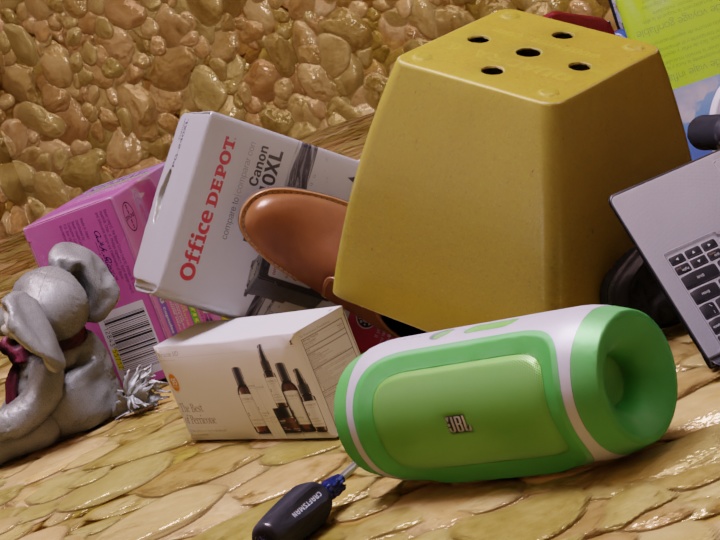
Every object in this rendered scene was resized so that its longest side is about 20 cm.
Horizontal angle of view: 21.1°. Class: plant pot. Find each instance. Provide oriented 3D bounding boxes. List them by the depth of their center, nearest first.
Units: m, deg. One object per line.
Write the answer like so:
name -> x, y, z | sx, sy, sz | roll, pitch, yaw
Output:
plant pot -> 0.115, -0.069, 1.340 | 0.199, 0.178, 0.200 | 20, 33, 35

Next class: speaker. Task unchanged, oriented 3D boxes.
speaker -> 0.078, 0.072, 1.097 | 0.199, 0.089, 0.088 | -12, 12, 44

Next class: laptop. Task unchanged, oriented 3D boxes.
laptop -> 0.281, -0.024, 1.137 | 0.186, 0.201, 0.116 | -22, -24, -14

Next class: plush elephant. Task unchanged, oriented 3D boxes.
plush elephant -> -0.279, 0.068, 1.693 | 0.199, 0.156, 0.165 | -17, 10, 23

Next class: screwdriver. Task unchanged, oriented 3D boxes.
screwdriver -> -0.002, 0.122, 1.178 | 0.029, 0.028, 0.200 | 21, 31, 28

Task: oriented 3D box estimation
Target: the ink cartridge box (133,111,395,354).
ink cartridge box -> -0.059, -0.025, 1.499 | 0.199, 0.146, 0.083 | 17, -2, -19

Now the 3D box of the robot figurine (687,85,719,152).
robot figurine -> 0.341, -0.110, 1.449 | 0.125, 0.150, 0.200 | -57, 14, -3

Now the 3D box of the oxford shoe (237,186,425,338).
oxford shoe -> 0.000, 0.000, 1.429 | 0.072, 0.199, 0.071 | -60, 7, 13

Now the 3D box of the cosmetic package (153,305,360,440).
cosmetic package -> -0.072, 0.078, 1.412 | 0.050, 0.083, 0.199 | -26, 10, -34

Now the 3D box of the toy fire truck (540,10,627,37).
toy fire truck -> 0.202, -0.132, 1.675 | 0.112, 0.201, 0.168 | -17, 13, 48

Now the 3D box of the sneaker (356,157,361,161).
sneaker -> -0.020, -0.023, 1.762 | 0.092, 0.076, 0.200 | -43, -17, -22

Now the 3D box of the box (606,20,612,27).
box -> 0.160, -0.122, 1.812 | 0.199, 0.165, 0.086 | -14, 10, 32

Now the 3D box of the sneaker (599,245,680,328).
sneaker -> 0.259, -0.009, 1.247 | 0.199, 0.060, 0.104 | -18, 5, -14

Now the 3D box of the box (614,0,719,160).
box -> 0.299, -0.158, 1.618 | 0.121, 0.201, 0.048 | -18, 0, 18

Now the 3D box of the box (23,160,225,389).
box -> -0.219, 0.006, 1.861 | 0.096, 0.177, 0.200 | -18, 9, 14

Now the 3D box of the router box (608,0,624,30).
router box -> 0.295, -0.180, 1.731 | 0.051, 0.201, 0.149 | -22, 10, -14
